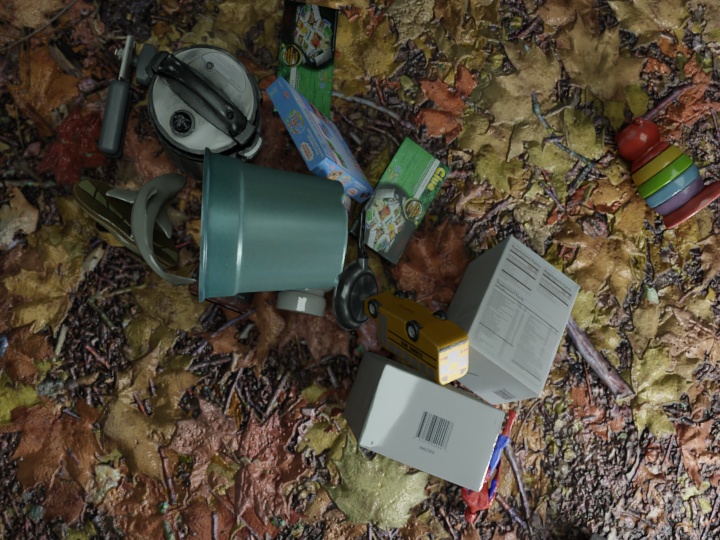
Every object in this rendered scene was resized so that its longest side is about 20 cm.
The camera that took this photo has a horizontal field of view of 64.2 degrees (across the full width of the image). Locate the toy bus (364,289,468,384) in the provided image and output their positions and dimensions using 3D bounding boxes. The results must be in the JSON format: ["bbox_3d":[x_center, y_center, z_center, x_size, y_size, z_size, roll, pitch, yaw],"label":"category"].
[{"bbox_3d":[0.081,0.095,0.892,0.063,0.198,0.081,-15,113,-29],"label":"toy bus"}]

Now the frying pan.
[{"bbox_3d":[0.008,0.008,0.970,0.114,0.030,0.195,36,71,-50],"label":"frying pan"}]

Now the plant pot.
[{"bbox_3d":[-0.124,-0.056,0.797,0.189,0.200,0.208,3,84,-14],"label":"plant pot"}]

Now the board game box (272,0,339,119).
[{"bbox_3d":[-0.096,-0.370,1.017,0.101,0.023,0.208,7,83,-12],"label":"board game box"}]

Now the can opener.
[{"bbox_3d":[-0.384,-0.286,0.943,0.064,0.053,0.207,13,83,-9],"label":"can opener"}]

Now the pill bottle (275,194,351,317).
[{"bbox_3d":[-0.082,-0.032,0.944,0.108,0.112,0.208,10,83,-9],"label":"pill bottle"}]

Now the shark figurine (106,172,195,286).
[{"bbox_3d":[-0.315,-0.078,0.876,0.125,0.089,0.221,8,58,-36],"label":"shark figurine"}]

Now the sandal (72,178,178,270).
[{"bbox_3d":[-0.382,-0.064,0.921,0.199,0.081,0.054,43,115,-12],"label":"sandal"}]

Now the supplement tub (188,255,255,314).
[{"bbox_3d":[-0.197,-0.042,0.928,0.104,0.107,0.206,20,81,-7],"label":"supplement tub"}]

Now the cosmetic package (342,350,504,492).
[{"bbox_3d":[0.089,0.226,0.906,0.194,0.200,0.127,23,83,-7],"label":"cosmetic package"}]

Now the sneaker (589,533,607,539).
[{"bbox_3d":[0.454,0.575,1.008,0.114,0.076,0.200,-44,87,-10],"label":"sneaker"}]

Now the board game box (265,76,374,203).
[{"bbox_3d":[-0.057,-0.198,0.905,0.036,0.199,0.154,-34,72,15],"label":"board game box"}]

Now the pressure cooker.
[{"bbox_3d":[-0.236,-0.241,0.891,0.169,0.200,0.186,-5,85,-9],"label":"pressure cooker"}]

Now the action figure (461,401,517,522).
[{"bbox_3d":[0.218,0.337,0.998,0.063,0.052,0.206,18,87,-2],"label":"action figure"}]

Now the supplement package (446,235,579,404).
[{"bbox_3d":[0.233,0.087,0.949,0.148,0.152,0.203,33,66,-6],"label":"supplement package"}]

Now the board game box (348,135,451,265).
[{"bbox_3d":[0.070,-0.123,1.017,0.103,0.023,0.203,33,81,-5],"label":"board game box"}]

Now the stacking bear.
[{"bbox_3d":[0.564,-0.194,1.081,0.112,0.122,0.203,-32,81,-18],"label":"stacking bear"}]
